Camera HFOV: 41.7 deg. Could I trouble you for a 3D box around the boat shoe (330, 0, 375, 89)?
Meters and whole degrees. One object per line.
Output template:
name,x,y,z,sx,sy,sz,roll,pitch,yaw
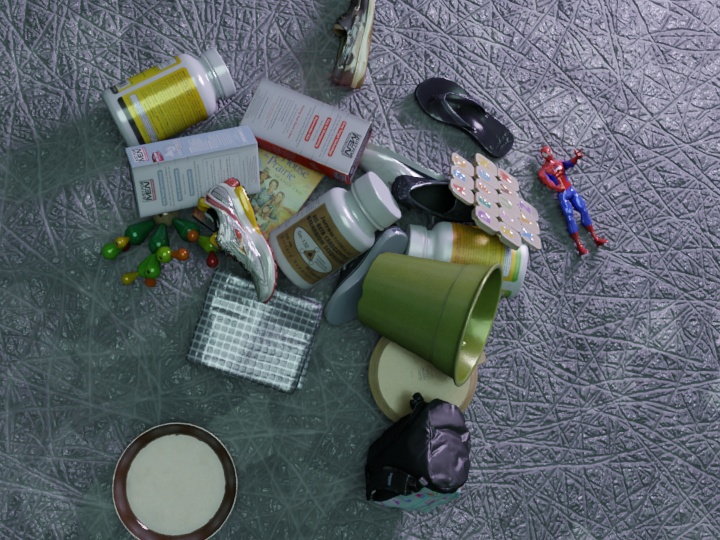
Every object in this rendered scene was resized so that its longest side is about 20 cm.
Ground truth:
boat shoe,-0.014,-0.416,1.628,0.064,0.073,0.202,6,83,-13

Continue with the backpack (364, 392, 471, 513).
backpack,0.089,0.311,1.502,0.126,0.200,0.168,24,50,-18

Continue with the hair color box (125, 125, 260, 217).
hair color box,-0.264,-0.158,1.502,0.199,0.099,0.061,-14,43,-17

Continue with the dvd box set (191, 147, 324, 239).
dvd box set,-0.169,-0.130,1.596,0.146,0.029,0.201,36,81,-3

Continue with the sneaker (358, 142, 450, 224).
sneaker,0.061,-0.154,1.615,0.199,0.076,0.081,26,90,-4

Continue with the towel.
towel,-0.169,0.100,1.545,0.199,0.086,0.167,18,83,-6

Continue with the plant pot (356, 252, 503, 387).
plant pot,0.102,0.055,1.489,0.189,0.200,0.201,20,81,18

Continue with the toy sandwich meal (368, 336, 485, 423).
toy sandwich meal,0.107,0.167,1.590,0.203,0.070,0.207,0,85,-5

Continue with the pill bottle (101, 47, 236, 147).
pill bottle,-0.310,-0.283,1.550,0.199,0.112,0.113,-28,89,-10

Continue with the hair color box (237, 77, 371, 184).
hair color box,-0.090,-0.229,1.559,0.199,0.061,0.102,23,80,7

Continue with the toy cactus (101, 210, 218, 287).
toy cactus,-0.315,-0.057,1.536,0.199,0.102,0.166,-7,61,20

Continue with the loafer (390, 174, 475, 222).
loafer,0.146,-0.114,1.569,0.199,0.070,0.069,10,101,-26

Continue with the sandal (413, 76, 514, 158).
sandal,0.187,-0.276,1.657,0.199,0.043,0.076,32,80,-4

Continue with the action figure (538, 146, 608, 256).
action figure,0.372,-0.132,1.645,0.065,0.099,0.201,-27,86,-11

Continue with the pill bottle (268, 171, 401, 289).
pill bottle,-0.040,-0.067,1.523,0.199,0.114,0.115,-33,89,16

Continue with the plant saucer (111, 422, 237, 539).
plant saucer,-0.298,0.346,1.526,0.199,0.034,0.202,1,84,-9

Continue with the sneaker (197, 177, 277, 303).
sneaker,-0.192,-0.039,1.483,0.082,0.078,0.201,-25,88,-19

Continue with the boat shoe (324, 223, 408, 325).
boat shoe,-0.002,-0.001,1.582,0.073,0.068,0.200,17,113,-41

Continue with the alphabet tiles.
alphabet tiles,0.228,-0.118,1.586,0.195,0.015,0.201,32,36,-17

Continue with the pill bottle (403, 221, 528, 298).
pill bottle,0.172,-0.022,1.594,0.198,0.111,0.112,9,83,-7
